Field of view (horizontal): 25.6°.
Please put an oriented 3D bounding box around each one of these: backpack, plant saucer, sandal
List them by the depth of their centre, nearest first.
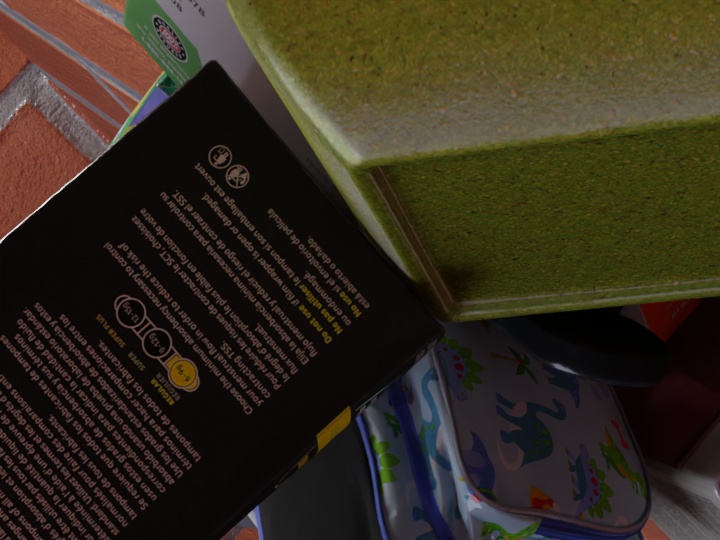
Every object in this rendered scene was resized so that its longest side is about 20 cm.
[{"bbox_3d":[0.078,-0.034,0.511,0.197,0.048,0.200,-6,157,13],"label":"plant saucer"},{"bbox_3d":[0.082,0.003,0.671,0.074,0.046,0.200,7,-171,-12],"label":"sandal"},{"bbox_3d":[0.056,0.106,0.775,0.199,0.147,0.184,24,-144,-39],"label":"backpack"}]

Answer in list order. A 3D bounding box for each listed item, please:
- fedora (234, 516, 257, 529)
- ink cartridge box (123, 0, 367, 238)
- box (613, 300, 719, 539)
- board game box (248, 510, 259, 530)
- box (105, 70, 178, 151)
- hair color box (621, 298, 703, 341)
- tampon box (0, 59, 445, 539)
[{"bbox_3d":[-0.055,0.105,1.057,0.089,0.202,0.177,13,-165,14],"label":"fedora"},{"bbox_3d":[-0.008,-0.114,0.586,0.146,0.084,0.200,47,157,9],"label":"ink cartridge box"},{"bbox_3d":[0.214,0.099,0.825,0.128,0.109,0.200,45,172,-11],"label":"box"},{"bbox_3d":[0.012,0.137,0.858,0.201,0.026,0.199,52,-151,16],"label":"board game box"},{"bbox_3d":[-0.080,-0.020,0.777,0.117,0.048,0.200,41,148,-5],"label":"box"},{"bbox_3d":[0.098,-0.053,0.732,0.111,0.064,0.200,39,174,33],"label":"hair color box"},{"bbox_3d":[-0.089,0.049,0.597,0.126,0.200,0.150,48,171,3],"label":"tampon box"}]
